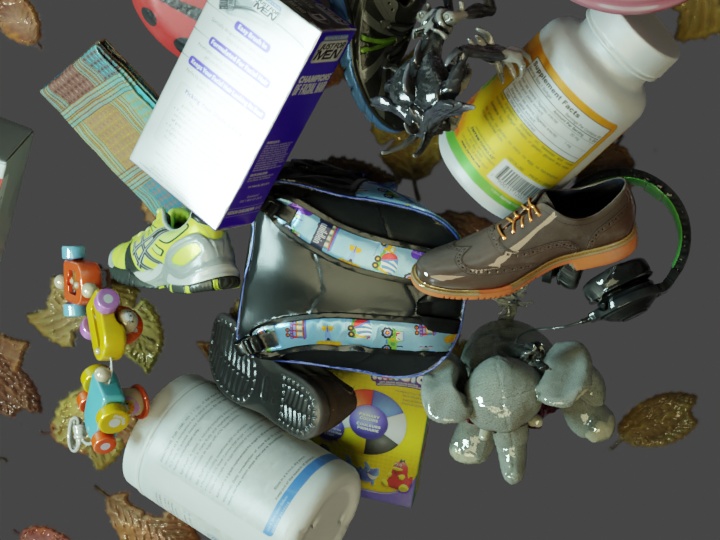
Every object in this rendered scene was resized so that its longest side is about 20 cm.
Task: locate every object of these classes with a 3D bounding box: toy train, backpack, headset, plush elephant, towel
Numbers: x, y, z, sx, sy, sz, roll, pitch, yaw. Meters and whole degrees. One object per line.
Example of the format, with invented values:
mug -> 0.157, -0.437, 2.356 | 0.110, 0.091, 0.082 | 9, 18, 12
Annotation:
toy train -> -0.244, 0.074, 1.693 | 0.056, 0.150, 0.200 | -3, 90, -25
backpack -> 0.000, 0.000, 1.598 | 0.200, 0.135, 0.183 | 10, 108, 5
headset -> 0.204, 0.000, 1.552 | 0.123, 0.094, 0.200 | 37, 88, 10
plush elephant -> 0.138, 0.117, 1.624 | 0.164, 0.155, 0.200 | -5, 116, 15
towel -> -0.197, -0.112, 1.619 | 0.200, 0.022, 0.147 | 47, 148, -13

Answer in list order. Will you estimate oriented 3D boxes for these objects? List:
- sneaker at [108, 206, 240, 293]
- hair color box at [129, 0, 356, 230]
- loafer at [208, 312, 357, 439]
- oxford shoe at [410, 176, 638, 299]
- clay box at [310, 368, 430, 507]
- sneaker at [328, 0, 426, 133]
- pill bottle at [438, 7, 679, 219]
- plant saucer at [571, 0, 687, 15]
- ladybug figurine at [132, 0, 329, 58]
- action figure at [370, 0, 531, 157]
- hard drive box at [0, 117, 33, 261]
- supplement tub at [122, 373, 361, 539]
sneaker -> -0.170, -0.022, 1.637 | 0.200, 0.075, 0.077 | 2, 97, 55
hair color box -> -0.100, -0.146, 1.485 | 0.109, 0.065, 0.200 | 39, 116, 19
loafer -> -0.075, 0.101, 1.675 | 0.200, 0.071, 0.073 | 37, 120, 44
oxford shoe -> 0.135, -0.032, 1.493 | 0.200, 0.071, 0.073 | -17, 132, -9
clay box -> 0.012, 0.126, 1.719 | 0.115, 0.048, 0.200 | 11, 119, 7
sneaker -> 0.020, -0.207, 1.530 | 0.083, 0.071, 0.200 | -10, 120, 6
pill bottle -> 0.170, -0.143, 1.509 | 0.111, 0.111, 0.200 | 41, 118, -10
plant saucer -> 0.215, -0.305, 1.405 | 0.200, 0.051, 0.201 | 0, 91, 3
ladybug figurine -> -0.117, -0.227, 1.551 | 0.200, 0.072, 0.136 | 21, 119, 1
action figure -> 0.080, -0.179, 1.467 | 0.102, 0.119, 0.200 | 20, 82, -39
hard drive box -> -0.429, -0.091, 1.688 | 0.200, 0.077, 0.156 | 21, 120, 1
supplement tub -> -0.112, 0.199, 1.703 | 0.200, 0.132, 0.132 | 30, 122, 22
